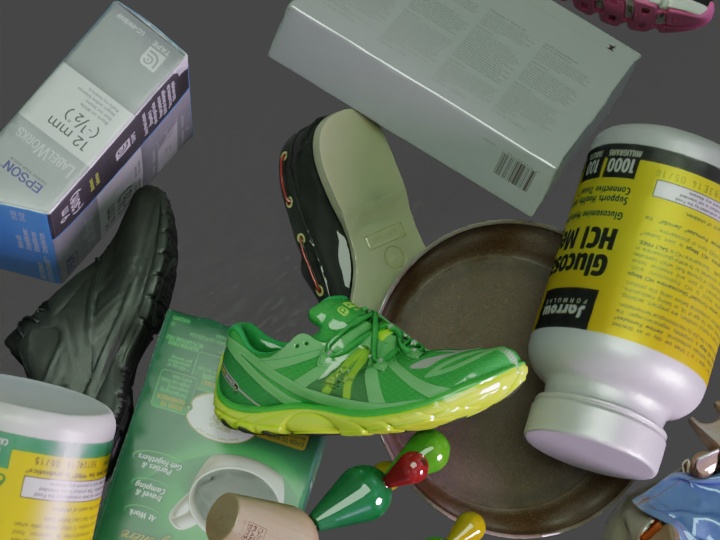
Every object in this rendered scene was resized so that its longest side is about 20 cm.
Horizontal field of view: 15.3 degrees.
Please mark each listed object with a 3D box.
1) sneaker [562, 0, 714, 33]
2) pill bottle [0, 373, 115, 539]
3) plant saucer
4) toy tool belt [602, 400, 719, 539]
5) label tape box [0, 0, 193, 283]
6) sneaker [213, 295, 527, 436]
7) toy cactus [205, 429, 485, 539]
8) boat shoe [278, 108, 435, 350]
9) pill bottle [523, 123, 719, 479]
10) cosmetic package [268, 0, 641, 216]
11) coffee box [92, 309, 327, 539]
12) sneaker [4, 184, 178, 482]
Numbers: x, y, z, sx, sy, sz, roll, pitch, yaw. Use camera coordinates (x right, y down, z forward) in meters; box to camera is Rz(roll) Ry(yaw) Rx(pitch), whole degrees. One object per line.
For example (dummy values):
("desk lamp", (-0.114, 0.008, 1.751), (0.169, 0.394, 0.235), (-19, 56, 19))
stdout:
("sneaker", (0.148, -0.225, 1.775), (0.200, 0.074, 0.088), (23, 79, 9))
("pill bottle", (-0.219, 0.169, 1.596), (0.112, 0.113, 0.201), (13, 96, 1))
("plant saucer", (0.094, 0.069, 1.684), (0.200, 0.032, 0.201), (3, 81, -19))
("toy tool belt", (0.245, 0.139, 1.645), (0.200, 0.123, 0.125), (-34, 78, -13))
("label tape box", (-0.189, -0.054, 1.669), (0.066, 0.143, 0.200), (36, 74, 8))
("sneaker", (0.000, 0.056, 1.599), (0.200, 0.074, 0.084), (-3, 91, 22))
("toy cactus", (-0.018, 0.180, 1.589), (0.165, 0.102, 0.200), (26, 102, -35))
("boat shoe", (0.002, -0.001, 1.709), (0.074, 0.063, 0.202), (-15, 87, -34))
("pill bottle", (0.169, 0.021, 1.642), (0.112, 0.112, 0.200), (18, 74, 2))
("cosmetic package", (0.062, -0.139, 1.723), (0.200, 0.052, 0.151), (32, 45, 7))
("coffee box", (-0.093, 0.135, 1.669), (0.123, 0.044, 0.200), (15, 73, 2))
("sneaker", (-0.172, 0.034, 1.682), (0.091, 0.076, 0.200), (16, 72, 6))
